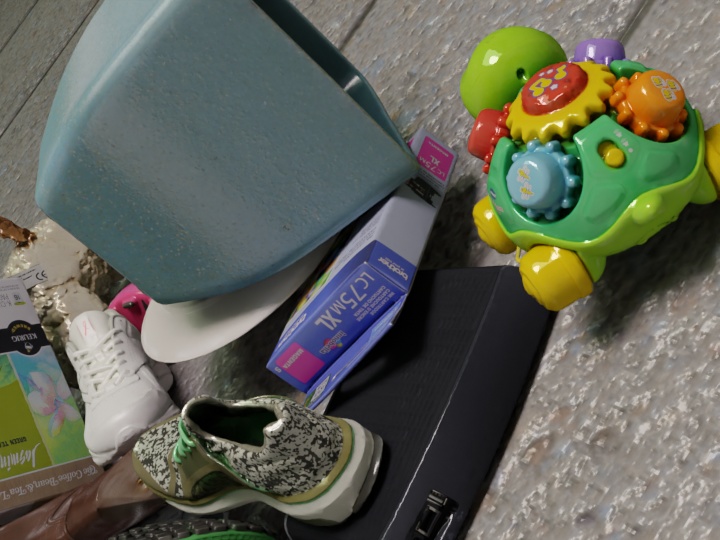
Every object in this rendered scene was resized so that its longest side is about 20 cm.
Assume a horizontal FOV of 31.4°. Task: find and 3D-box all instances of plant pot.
[{"bbox_3d":[-0.112,-0.096,0.868,0.200,0.196,0.196,-43,26,10],"label":"plant pot"}]

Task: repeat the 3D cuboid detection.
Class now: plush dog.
[{"bbox_3d":[-0.288,0.026,1.220,0.172,0.160,0.200,121,169,-55],"label":"plush dog"}]

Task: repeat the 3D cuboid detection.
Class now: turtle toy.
[{"bbox_3d":[0.119,-0.077,0.730,0.146,0.101,0.200,-35,31,1],"label":"turtle toy"}]

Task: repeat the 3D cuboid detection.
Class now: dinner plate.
[{"bbox_3d":[-0.091,-0.014,0.945,0.200,0.024,0.200,-33,27,19],"label":"dinner plate"}]

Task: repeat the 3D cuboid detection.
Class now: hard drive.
[{"bbox_3d":[0.031,0.084,0.770,0.135,0.042,0.200,-3,56,55],"label":"hard drive"}]

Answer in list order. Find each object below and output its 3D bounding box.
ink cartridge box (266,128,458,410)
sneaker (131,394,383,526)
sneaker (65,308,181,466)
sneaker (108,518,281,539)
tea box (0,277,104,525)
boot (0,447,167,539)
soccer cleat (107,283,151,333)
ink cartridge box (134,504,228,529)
[{"bbox_3d":[0.000,0.000,0.847,0.119,0.042,0.200,-47,15,37],"label":"ink cartridge box"},{"bbox_3d":[-0.080,0.097,0.767,0.200,0.089,0.077,-7,49,43],"label":"sneaker"},{"bbox_3d":[-0.197,0.083,1.000,0.078,0.099,0.200,-31,16,-6],"label":"sneaker"},{"bbox_3d":[-0.132,0.201,0.769,0.078,0.200,0.085,-12,92,53],"label":"sneaker"},{"bbox_3d":[-0.348,0.142,1.066,0.200,0.134,0.197,-36,75,33],"label":"tea box"},{"bbox_3d":[-0.206,0.182,0.891,0.186,0.064,0.200,-37,3,-37],"label":"boot"},{"bbox_3d":[-0.132,0.009,1.079,0.200,0.070,0.086,-25,24,37],"label":"soccer cleat"},{"bbox_3d":[-0.168,0.273,0.854,0.198,0.043,0.200,-37,34,26],"label":"ink cartridge box"}]
